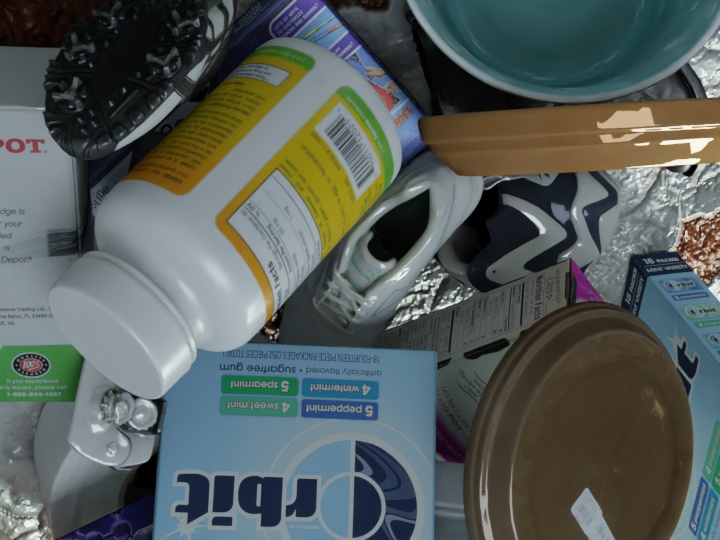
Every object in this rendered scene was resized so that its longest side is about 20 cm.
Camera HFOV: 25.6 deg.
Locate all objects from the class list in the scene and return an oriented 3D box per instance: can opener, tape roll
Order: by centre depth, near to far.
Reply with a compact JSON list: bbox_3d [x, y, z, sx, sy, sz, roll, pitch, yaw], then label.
[{"bbox_3d":[-0.134,0.019,0.939,0.052,0.066,0.202,14,86,-24],"label":"can opener"},{"bbox_3d":[-0.123,0.133,1.101,0.201,0.071,0.204,-11,125,-15],"label":"tape roll"}]

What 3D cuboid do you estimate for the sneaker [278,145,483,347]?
[{"bbox_3d":[0.000,0.000,1.018,0.070,0.080,0.201,37,114,4],"label":"sneaker"}]

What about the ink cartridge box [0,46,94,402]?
[{"bbox_3d":[-0.229,-0.026,0.918,0.145,0.084,0.201,1,123,-4],"label":"ink cartridge box"}]

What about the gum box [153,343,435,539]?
[{"bbox_3d":[-0.040,0.147,0.964,0.168,0.202,0.045,3,163,-2],"label":"gum box"}]

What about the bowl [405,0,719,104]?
[{"bbox_3d":[0.115,-0.183,0.932,0.200,0.202,0.105,-26,172,-4],"label":"bowl"}]

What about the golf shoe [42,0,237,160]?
[{"bbox_3d":[-0.109,-0.114,0.872,0.077,0.201,0.095,12,138,14],"label":"golf shoe"}]

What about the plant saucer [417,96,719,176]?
[{"bbox_3d":[0.133,-0.077,0.918,0.198,0.200,0.038,-6,95,-19],"label":"plant saucer"}]

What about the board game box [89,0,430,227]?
[{"bbox_3d":[-0.067,-0.071,0.987,0.200,0.035,0.135,-41,114,8],"label":"board game box"}]

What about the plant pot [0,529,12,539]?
[{"bbox_3d":[-0.284,0.275,1.053,0.182,0.200,0.201,-37,129,-5],"label":"plant pot"}]

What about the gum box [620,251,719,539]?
[{"bbox_3d":[0.243,0.112,1.154,0.044,0.200,0.171,-6,124,-18],"label":"gum box"}]

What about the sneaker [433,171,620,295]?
[{"bbox_3d":[0.092,0.013,1.104,0.129,0.080,0.200,5,120,-23],"label":"sneaker"}]

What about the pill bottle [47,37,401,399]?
[{"bbox_3d":[-0.076,-0.027,0.875,0.200,0.111,0.112,-48,135,-27],"label":"pill bottle"}]

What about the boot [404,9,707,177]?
[{"bbox_3d":[0.129,-0.117,1.043,0.173,0.069,0.201,-28,118,-2],"label":"boot"}]

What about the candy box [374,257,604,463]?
[{"bbox_3d":[0.088,0.086,1.075,0.199,0.061,0.137,-21,127,27],"label":"candy box"}]

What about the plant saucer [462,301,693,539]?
[{"bbox_3d":[0.144,0.120,0.980,0.199,0.029,0.202,-6,100,-40],"label":"plant saucer"}]

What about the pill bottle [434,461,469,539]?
[{"bbox_3d":[0.073,0.229,1.021,0.113,0.114,0.202,13,79,-29],"label":"pill bottle"}]

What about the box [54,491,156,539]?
[{"bbox_3d":[-0.103,0.243,1.012,0.140,0.201,0.079,-25,169,-3],"label":"box"}]
